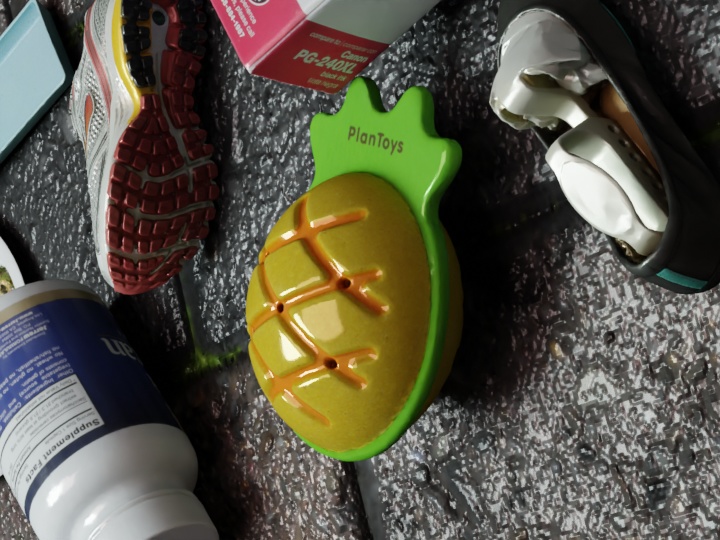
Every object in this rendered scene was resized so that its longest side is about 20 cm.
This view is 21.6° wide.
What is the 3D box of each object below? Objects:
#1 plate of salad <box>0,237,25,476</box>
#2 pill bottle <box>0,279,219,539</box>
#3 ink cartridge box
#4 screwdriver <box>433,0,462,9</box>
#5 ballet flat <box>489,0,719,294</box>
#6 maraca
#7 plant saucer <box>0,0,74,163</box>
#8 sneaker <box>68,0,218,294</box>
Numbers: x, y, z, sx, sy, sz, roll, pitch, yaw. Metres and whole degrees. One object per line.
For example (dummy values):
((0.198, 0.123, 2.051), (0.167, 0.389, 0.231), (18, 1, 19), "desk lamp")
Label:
((-0.297, 0.058, 1.376), (0.200, 0.048, 0.201), (6, 98, 48), "plate of salad")
((-0.170, 0.111, 1.187), (0.200, 0.111, 0.111), (54, 130, 31), "pill bottle")
((0.005, -0.209, 0.951), (0.200, 0.083, 0.145), (-38, 64, 26), "ink cartridge box")
((0.016, -0.227, 1.018), (0.028, 0.029, 0.200), (-40, 60, 43), "screwdriver")
((0.107, -0.073, 0.887), (0.200, 0.068, 0.068), (57, 131, 30), "ballet flat")
((0.000, 0.000, 0.988), (0.137, 0.107, 0.201), (16, 99, 45), "maraca")
((-0.265, -0.105, 1.336), (0.200, 0.019, 0.070), (-40, 63, 35), "plant saucer")
((-0.138, -0.084, 1.172), (0.082, 0.078, 0.201), (-8, 78, 53), "sneaker")
